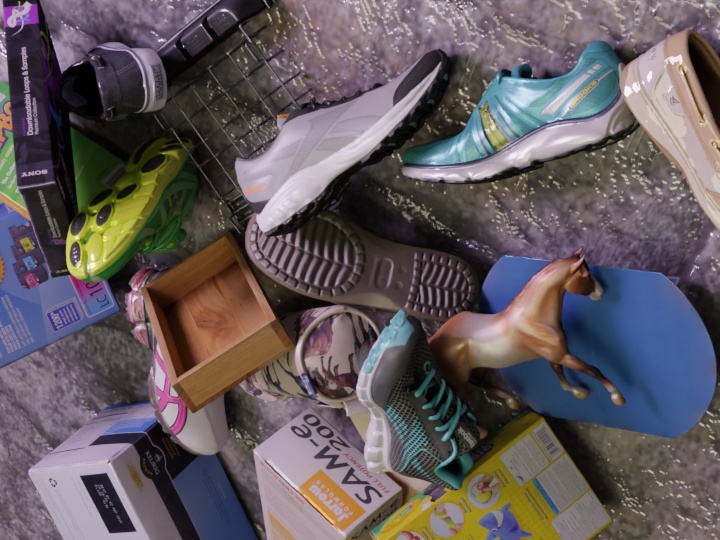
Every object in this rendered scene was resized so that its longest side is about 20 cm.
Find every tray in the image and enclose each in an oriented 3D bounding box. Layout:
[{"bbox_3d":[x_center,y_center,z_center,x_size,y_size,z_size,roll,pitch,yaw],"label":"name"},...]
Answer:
[{"bbox_3d":[-0.126,0.040,1.194,0.099,0.200,0.037,-33,117,-1],"label":"tray"}]

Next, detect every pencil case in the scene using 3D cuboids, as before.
[{"bbox_3d":[-0.049,0.079,1.208,0.200,0.078,0.090,170,99,-67],"label":"pencil case"}]

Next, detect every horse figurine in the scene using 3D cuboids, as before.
[{"bbox_3d":[0.115,0.066,1.101,0.200,0.050,0.133,-16,123,34],"label":"horse figurine"}]

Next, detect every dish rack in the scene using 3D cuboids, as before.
[{"bbox_3d":[-0.092,-0.126,1.182,0.153,0.055,0.200,-28,101,42],"label":"dish rack"}]

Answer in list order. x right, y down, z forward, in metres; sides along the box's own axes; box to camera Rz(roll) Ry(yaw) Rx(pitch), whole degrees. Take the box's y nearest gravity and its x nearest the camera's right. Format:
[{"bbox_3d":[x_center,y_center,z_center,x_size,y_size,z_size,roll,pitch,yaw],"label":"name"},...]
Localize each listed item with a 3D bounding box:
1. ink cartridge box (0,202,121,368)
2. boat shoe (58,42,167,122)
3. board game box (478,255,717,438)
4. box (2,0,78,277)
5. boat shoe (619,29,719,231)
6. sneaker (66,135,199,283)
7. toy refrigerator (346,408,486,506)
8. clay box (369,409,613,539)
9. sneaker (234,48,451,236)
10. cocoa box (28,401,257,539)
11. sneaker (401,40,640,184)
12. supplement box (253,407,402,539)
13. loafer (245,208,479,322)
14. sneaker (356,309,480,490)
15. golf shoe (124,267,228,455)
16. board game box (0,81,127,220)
[{"bbox_3d":[-0.351,0.017,1.338,0.137,0.200,0.076,68,167,-17],"label":"ink cartridge box"},{"bbox_3d":[-0.225,-0.155,1.189,0.200,0.066,0.070,20,120,62],"label":"boat shoe"},{"bbox_3d":[0.193,0.052,1.109,0.200,0.039,0.158,7,126,33],"label":"board game box"},{"bbox_3d":[-0.273,-0.115,1.203,0.036,0.201,0.143,-8,151,-5],"label":"box"},{"bbox_3d":[0.265,-0.080,0.958,0.200,0.074,0.069,48,136,0],"label":"boat shoe"},{"bbox_3d":[-0.182,-0.044,1.195,0.074,0.200,0.084,-6,120,25],"label":"sneaker"},{"bbox_3d":[0.067,0.172,1.235,0.070,0.076,0.200,-20,105,39],"label":"toy refrigerator"},{"bbox_3d":[0.100,0.224,1.172,0.115,0.200,0.048,55,173,-11],"label":"clay box"},{"bbox_3d":[-0.015,-0.111,1.086,0.200,0.074,0.079,-37,83,11],"label":"sneaker"},{"bbox_3d":[-0.217,0.249,1.430,0.133,0.131,0.200,-11,110,38],"label":"cocoa box"},{"bbox_3d":[0.117,-0.113,1.052,0.200,0.077,0.080,-18,88,34],"label":"sneaker"},{"bbox_3d":[-0.026,0.238,1.286,0.126,0.073,0.200,39,150,30],"label":"supplement box"},{"bbox_3d":[0.000,0.000,1.156,0.199,0.067,0.076,20,83,6],"label":"loafer"},{"bbox_3d":[0.053,0.106,1.089,0.091,0.078,0.200,22,150,20],"label":"sneaker"},{"bbox_3d":[-0.159,0.093,1.340,0.092,0.073,0.201,-1,115,32],"label":"golf shoe"},{"bbox_3d":[-0.297,-0.096,1.305,0.200,0.096,0.030,34,156,11],"label":"board game box"}]
